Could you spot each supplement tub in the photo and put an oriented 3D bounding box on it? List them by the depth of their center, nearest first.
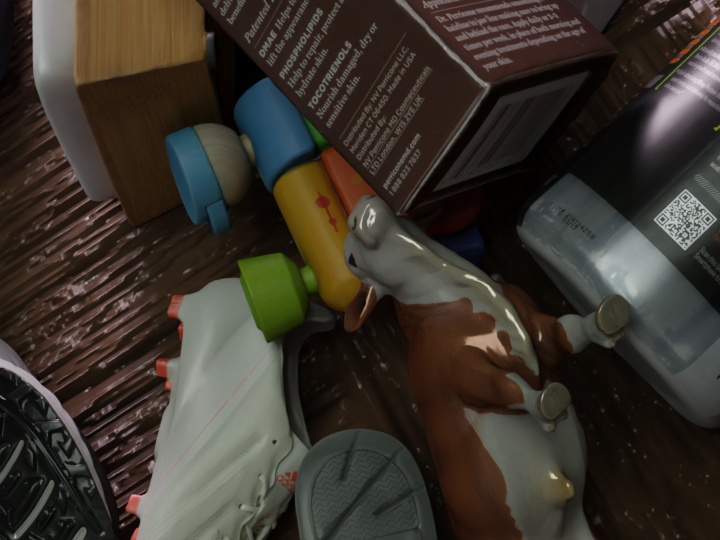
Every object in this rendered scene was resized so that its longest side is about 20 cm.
[{"bbox_3d":[0.171,-0.044,0.690,0.200,0.123,0.123,-43,63,1],"label":"supplement tub"}]

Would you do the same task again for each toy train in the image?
[{"bbox_3d":[0.000,0.000,0.743,0.115,0.085,0.201,-23,69,-7],"label":"toy train"}]

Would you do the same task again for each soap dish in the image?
[{"bbox_3d":[-0.101,-0.143,0.813,0.081,0.157,0.201,-2,69,1],"label":"soap dish"}]

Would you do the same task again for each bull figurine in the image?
[{"bbox_3d":[0.058,0.058,0.671,0.065,0.201,0.121,-28,18,-24],"label":"bull figurine"}]

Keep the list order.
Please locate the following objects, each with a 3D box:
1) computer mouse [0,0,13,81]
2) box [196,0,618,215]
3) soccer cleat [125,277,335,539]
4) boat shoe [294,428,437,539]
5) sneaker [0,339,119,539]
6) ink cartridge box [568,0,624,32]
[{"bbox_3d":[-0.220,-0.146,0.912,0.138,0.053,0.201,-17,54,16],"label":"computer mouse"},{"bbox_3d":[-0.006,-0.121,0.684,0.200,0.100,0.075,49,127,17],"label":"box"},{"bbox_3d":[-0.060,0.100,0.754,0.077,0.069,0.201,7,75,7],"label":"soccer cleat"},{"bbox_3d":[0.011,0.170,0.711,0.074,0.065,0.203,-11,72,-5],"label":"boat shoe"},{"bbox_3d":[-0.169,0.069,0.792,0.200,0.079,0.074,41,98,32],"label":"sneaker"},{"bbox_3d":[0.021,-0.177,0.795,0.200,0.116,0.068,33,83,27],"label":"ink cartridge box"}]
